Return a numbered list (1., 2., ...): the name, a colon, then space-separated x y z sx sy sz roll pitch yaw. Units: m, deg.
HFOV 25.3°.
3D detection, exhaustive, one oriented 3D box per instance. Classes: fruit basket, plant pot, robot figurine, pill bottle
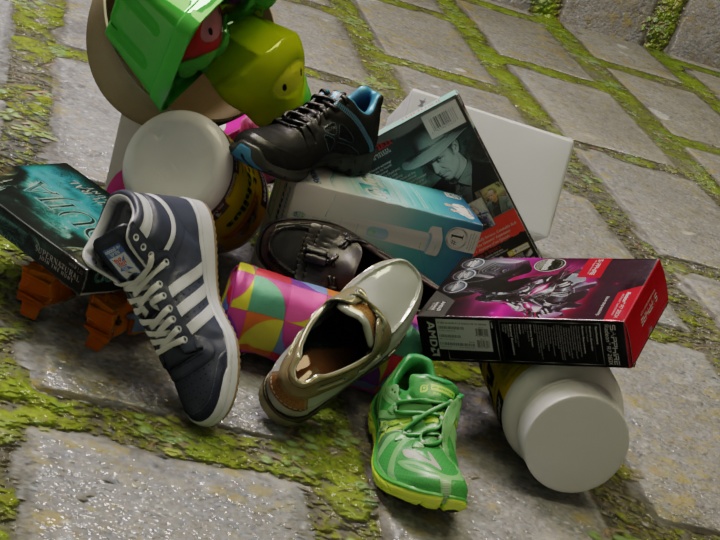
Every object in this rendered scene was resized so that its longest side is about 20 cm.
1. fruit basket: -0.116 -0.229 1.529 0.213 0.156 0.218 10 58 -17
2. plant pot: -0.200 -0.225 1.632 0.198 0.203 0.134 4 -18 -35
3. robot figurine: -0.218 0.006 1.457 0.144 0.059 0.200 25 21 15
4. pill bottle: -0.154 -0.080 1.574 0.108 0.110 0.200 24 -5 14
5. pill bottle: 0.176 0.111 1.466 0.113 0.116 0.200 15 20 -12

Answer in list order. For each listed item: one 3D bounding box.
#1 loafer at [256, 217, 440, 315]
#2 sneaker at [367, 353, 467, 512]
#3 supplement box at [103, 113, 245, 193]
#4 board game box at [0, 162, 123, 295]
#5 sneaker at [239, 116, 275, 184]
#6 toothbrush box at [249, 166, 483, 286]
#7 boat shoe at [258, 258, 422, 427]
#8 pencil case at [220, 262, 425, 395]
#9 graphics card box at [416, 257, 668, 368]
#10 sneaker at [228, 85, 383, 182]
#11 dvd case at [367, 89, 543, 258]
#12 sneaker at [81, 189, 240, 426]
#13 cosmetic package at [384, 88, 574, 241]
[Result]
1. loafer: 0.000 0.000 1.501 0.198 0.073 0.063 22 -10 -23
2. sneaker: 0.048 0.132 1.338 0.073 0.084 0.200 13 21 -16
3. supplement box: -0.191 -0.128 1.765 0.100 0.105 0.200 21 19 11
4. board game box: -0.254 -0.040 1.417 0.199 0.028 0.134 32 24 32
5. sneaker: -0.061 -0.137 1.690 0.094 0.080 0.199 -11 3 -28
6. toothbrush box: 0.001 -0.015 1.585 0.197 0.148 0.085 11 20 -19
7. boat shoe: -0.005 0.054 1.383 0.075 0.068 0.200 41 56 2
8. pencil case: -0.040 0.057 1.458 0.197 0.089 0.089 15 20 -11
9. graphics card box: 0.163 0.035 1.435 0.198 0.051 0.126 0 27 27
10. sneaker: -0.050 -0.135 1.516 0.073 0.083 0.199 30 23 26
11. dvd case: 0.080 -0.064 1.643 0.201 0.145 0.022 60 9 -19
12. sneaker: -0.164 0.027 1.306 0.108 0.070 0.202 15 56 -48
13. cosmetic package: 0.122 -0.113 1.889 0.197 0.125 0.200 17 -7 -5
